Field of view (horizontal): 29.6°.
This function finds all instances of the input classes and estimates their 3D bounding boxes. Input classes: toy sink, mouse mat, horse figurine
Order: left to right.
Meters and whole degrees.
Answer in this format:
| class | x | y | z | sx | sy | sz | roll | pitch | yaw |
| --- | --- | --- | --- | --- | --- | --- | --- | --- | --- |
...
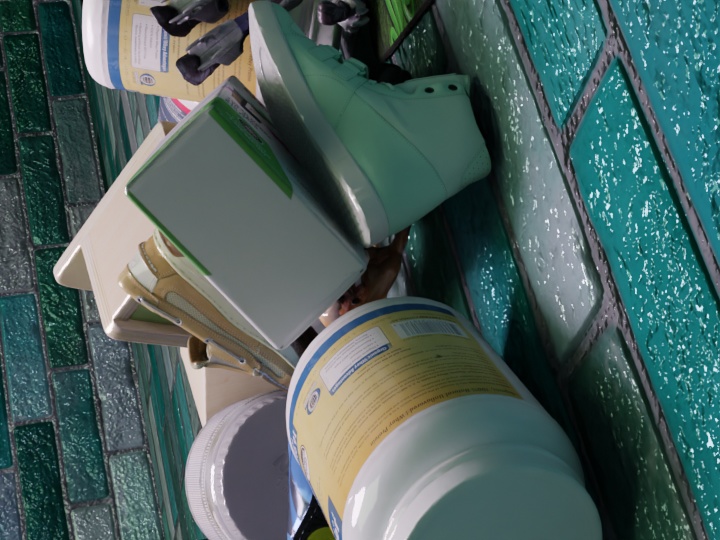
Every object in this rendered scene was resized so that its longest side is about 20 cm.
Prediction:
| class | x | y | z | sx | sy | sz | roll | pitch | yaw |
| --- | --- | --- | --- | --- | --- | --- | --- | --- | --- |
| toy sink | -0.152 | -0.008 | 1.151 | 0.200 | 0.129 | 0.113 | -46 | 51 | 32 |
| toy sink | -0.122 | 0.066 | 1.444 | 0.201 | 0.129 | 0.113 | -118 | 26 | -50 |
| horse figurine | 0.000 | 0.000 | 1.044 | 0.200 | 0.049 | 0.134 | 133 | 157 | -67 |
| mouse mat | 0.018 | -0.274 | 1.025 | 0.161 | 0.007 | 0.203 | 143 | 118 | -72 |

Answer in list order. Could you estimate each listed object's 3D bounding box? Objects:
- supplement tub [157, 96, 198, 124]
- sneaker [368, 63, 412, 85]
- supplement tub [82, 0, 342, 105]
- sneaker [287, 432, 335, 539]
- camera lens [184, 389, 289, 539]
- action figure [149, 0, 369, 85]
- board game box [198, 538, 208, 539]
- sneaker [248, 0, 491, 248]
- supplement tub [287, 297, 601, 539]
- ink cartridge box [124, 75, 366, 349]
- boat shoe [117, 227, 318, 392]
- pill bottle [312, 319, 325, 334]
| class | x | y | z | sx | sy | sz | roll | pitch | yaw |
| --- | --- | --- | --- | --- | --- | --- | --- | --- | --- |
| supplement tub | -0.135 | -0.154 | 1.373 | 0.201 | 0.139 | 0.142 | 107 | 152 | -55 |
| sneaker | -0.024 | -0.107 | 1.048 | 0.076 | 0.087 | 0.200 | -59 | 0 | -25 |
| supplement tub | -0.115 | -0.208 | 1.114 | 0.145 | 0.197 | 0.147 | 9 | -90 | -89 |
| sneaker | -0.021 | 0.143 | 0.972 | 0.079 | 0.065 | 0.203 | -110 | 21 | -66 |
| camera lens | -0.076 | 0.195 | 1.275 | 0.200 | 0.158 | 0.162 | 151 | 111 | -73 |
| action figure | -0.054 | -0.215 | 0.989 | 0.131 | 0.199 | 0.069 | 59 | -169 | 10 |
| board game box | -0.104 | 0.325 | 1.358 | 0.035 | 0.197 | 0.136 | 100 | 156 | -43 |
| sneaker | 0.007 | -0.115 | 0.909 | 0.201 | 0.117 | 0.074 | 58 | 163 | 26 |
| supplement tub | 0.045 | 0.118 | 0.811 | 0.200 | 0.143 | 0.146 | -127 | 33 | -61 |
| ink cartridge box | -0.074 | -0.048 | 0.942 | 0.145 | 0.084 | 0.200 | 46 | -172 | -11 |
| boat shoe | -0.094 | 0.043 | 0.986 | 0.200 | 0.076 | 0.072 | 44 | -171 | -31 |
| pill bottle | -0.084 | -0.003 | 1.311 | 0.200 | 0.110 | 0.113 | -141 | 46 | -68 |
